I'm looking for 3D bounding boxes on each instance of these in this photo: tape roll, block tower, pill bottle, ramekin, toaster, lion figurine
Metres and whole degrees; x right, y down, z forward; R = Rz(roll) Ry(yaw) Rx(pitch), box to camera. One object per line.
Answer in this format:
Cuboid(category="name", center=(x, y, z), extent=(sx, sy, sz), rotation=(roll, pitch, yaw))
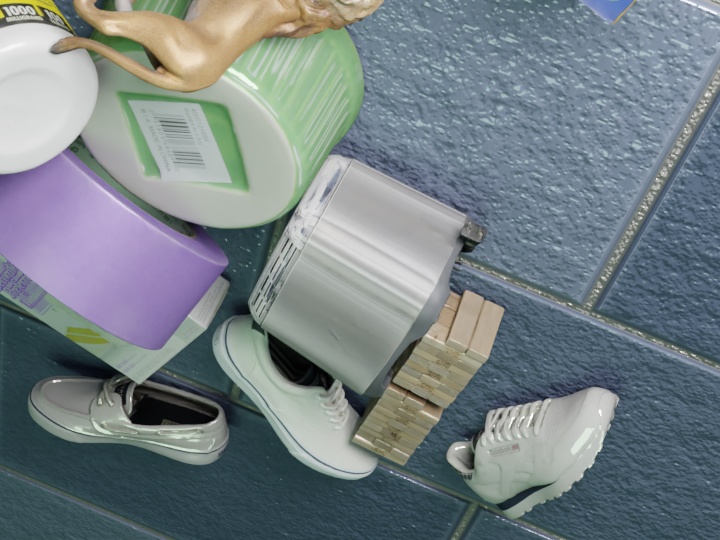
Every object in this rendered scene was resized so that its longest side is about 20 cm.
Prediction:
Cuboid(category="tape roll", center=(-0.202, -0.035, 1.211), extent=(0.200, 0.085, 0.200), rotation=(38, -175, -4))
Cuboid(category="block tower", center=(0.053, 0.089, 1.342), extent=(0.054, 0.058, 0.200), rotation=(27, 142, -4))
Cuboid(category="pill bottle", center=(-0.265, -0.167, 1.085), extent=(0.200, 0.112, 0.113), rotation=(52, 159, 34))
Cuboid(category="ramekin", center=(-0.106, -0.121, 1.131), extent=(0.199, 0.098, 0.200), rotation=(15, 143, 12))
Cuboid(category="toaster", center=(0.000, 0.000, 1.213), extent=(0.129, 0.114, 0.200), rotation=(29, 145, -3))
Cuboid(category="lion figurine", center=(-0.084, -0.163, 1.019), extent=(0.123, 0.200, 0.072), rotation=(46, 168, 9))

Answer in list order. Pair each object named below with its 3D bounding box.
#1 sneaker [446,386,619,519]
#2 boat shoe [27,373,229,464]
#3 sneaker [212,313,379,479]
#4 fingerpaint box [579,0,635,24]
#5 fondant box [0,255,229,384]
Cuboid(category="sneaker", center=(0.143, 0.145, 1.351), extent=(0.080, 0.076, 0.200), rotation=(38, 141, -3))
Cuboid(category="boat shoe", center=(-0.223, 0.131, 1.535), extent=(0.199, 0.072, 0.066), rotation=(16, 139, 9))
Cuboid(category="sneaker", center=(-0.044, 0.113, 1.409), extent=(0.071, 0.073, 0.200), rotation=(-17, 127, 46))
Cuboid(category="fingerpaint box", center=(0.109, -0.255, 0.867), extent=(0.200, 0.074, 0.167), rotation=(33, 142, -8))
Cuboid(category="fondant box", center=(-0.233, 0.002, 1.391), extent=(0.200, 0.058, 0.144), rotation=(36, 142, -13))
